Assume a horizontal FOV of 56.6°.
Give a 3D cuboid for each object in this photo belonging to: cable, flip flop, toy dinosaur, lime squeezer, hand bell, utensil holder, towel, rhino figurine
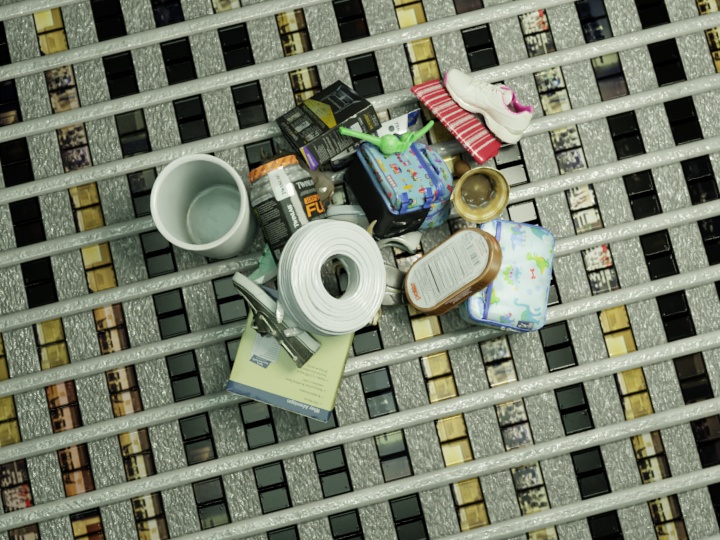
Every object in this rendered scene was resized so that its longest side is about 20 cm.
[{"bbox_3d":[-0.048,0.011,1.147,0.197,0.069,0.203,-1,87,-31],"label":"cable"},{"bbox_3d":[0.081,0.029,1.323,0.197,0.058,0.082,2,89,-16],"label":"flip flop"},{"bbox_3d":[0.000,0.000,1.260,0.099,0.058,0.203,-1,106,9],"label":"toy dinosaur"},{"bbox_3d":[0.063,-0.236,1.200,0.197,0.071,0.038,-11,124,-26],"label":"lime squeezer"},{"bbox_3d":[0.207,-0.176,1.273,0.102,0.201,0.106,-2,116,-4],"label":"hand bell"},{"bbox_3d":[-0.282,-0.112,1.260,0.167,0.200,0.173,0,86,0],"label":"utensil holder"},{"bbox_3d":[0.191,-0.293,1.315,0.200,0.144,0.022,47,122,3],"label":"towel"},{"bbox_3d":[-0.131,-0.186,1.329,0.200,0.060,0.088,42,98,20],"label":"rhino figurine"}]

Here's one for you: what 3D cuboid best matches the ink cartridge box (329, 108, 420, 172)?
[{"bbox_3d":[0.030,-0.254,1.322,0.198,0.099,0.040,-23,85,-1],"label":"ink cartridge box"}]

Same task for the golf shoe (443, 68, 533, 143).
[{"bbox_3d":[0.257,-0.345,1.327,0.199,0.092,0.076,38,54,0],"label":"golf shoe"}]

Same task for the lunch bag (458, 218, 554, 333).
[{"bbox_3d":[0.268,0.011,1.237,0.158,0.082,0.203,13,81,-5],"label":"lunch bag"}]

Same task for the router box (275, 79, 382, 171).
[{"bbox_3d":[-0.066,-0.282,1.280,0.156,0.200,0.053,-32,124,-2],"label":"router box"}]

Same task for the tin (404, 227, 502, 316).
[{"bbox_3d":[0.163,0.001,1.209,0.199,0.042,0.113,-36,53,27],"label":"tin"}]

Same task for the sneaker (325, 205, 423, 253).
[{"bbox_3d":[0.025,-0.080,1.319,0.197,0.073,0.072,11,78,0],"label":"sneaker"}]

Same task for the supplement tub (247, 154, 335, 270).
[{"bbox_3d":[-0.126,-0.099,1.226,0.121,0.123,0.202,-22,95,-2],"label":"supplement tub"}]

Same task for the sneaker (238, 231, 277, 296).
[{"bbox_3d":[-0.185,-0.046,1.308,0.200,0.074,0.119,-41,92,-19],"label":"sneaker"}]

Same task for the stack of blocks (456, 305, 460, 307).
[{"bbox_3d":[0.235,0.039,1.298,0.197,0.059,0.117,-3,85,-11],"label":"stack of blocks"}]

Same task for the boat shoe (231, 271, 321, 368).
[{"bbox_3d":[-0.160,0.087,1.173,0.200,0.071,0.064,43,85,3],"label":"boat shoe"}]

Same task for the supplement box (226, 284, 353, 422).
[{"bbox_3d":[-0.123,0.155,1.268,0.197,0.134,0.203,16,85,3],"label":"supplement box"}]

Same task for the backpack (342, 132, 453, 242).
[{"bbox_3d":[0.093,-0.166,1.267,0.198,0.135,0.184,-13,64,-29],"label":"backpack"}]
